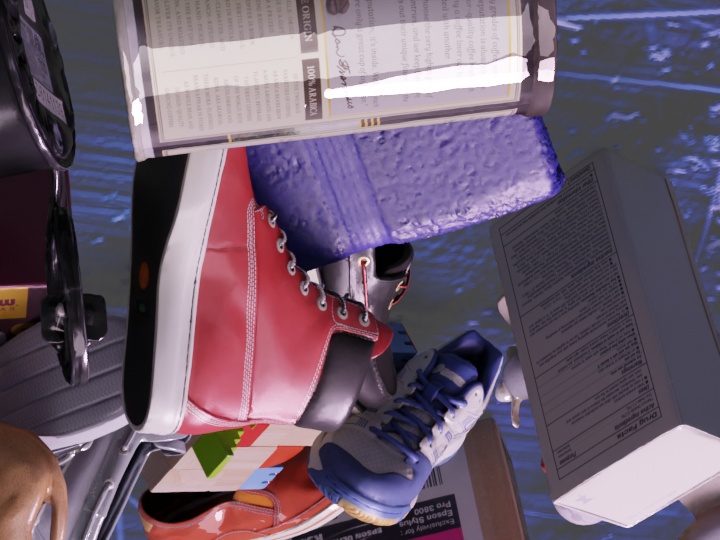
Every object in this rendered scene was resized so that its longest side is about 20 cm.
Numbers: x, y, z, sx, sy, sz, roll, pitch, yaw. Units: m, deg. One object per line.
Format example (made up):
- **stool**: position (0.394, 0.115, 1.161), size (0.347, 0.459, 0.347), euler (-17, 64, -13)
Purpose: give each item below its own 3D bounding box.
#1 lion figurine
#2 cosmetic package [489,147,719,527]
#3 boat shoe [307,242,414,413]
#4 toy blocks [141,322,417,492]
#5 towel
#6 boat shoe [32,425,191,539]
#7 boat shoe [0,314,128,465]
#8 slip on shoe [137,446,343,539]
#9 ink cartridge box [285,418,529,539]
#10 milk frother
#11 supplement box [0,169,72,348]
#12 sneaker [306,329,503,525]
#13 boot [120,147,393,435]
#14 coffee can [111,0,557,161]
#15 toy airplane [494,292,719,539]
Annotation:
- **lion figurine**: position (-0.223, 0.098, 1.196), size (0.200, 0.072, 0.123), euler (25, 108, -4)
- **cosmetic package**: position (0.153, 0.039, 1.322), size (0.073, 0.200, 0.103), euler (22, 135, -40)
- **boat shoe**: position (0.000, 0.002, 1.292), size (0.063, 0.074, 0.202), euler (-6, 125, 7)
- **toy blocks**: position (-0.056, 0.080, 1.434), size (0.136, 0.100, 0.200), euler (5, 137, -46)
- **towel**: position (-0.002, -0.081, 1.190), size (0.199, 0.050, 0.148), euler (-15, 116, 11)
- **boat shoe**: position (-0.136, 0.093, 1.343), size (0.071, 0.201, 0.070), euler (31, 173, 9)
- **boat shoe**: position (-0.181, 0.077, 1.253), size (0.200, 0.072, 0.071), euler (-19, 158, 25)
- **slip on shoe**: position (-0.069, 0.150, 1.550), size (0.200, 0.074, 0.061), euler (-23, 126, 15)
- **ink cartridge box**: position (0.023, 0.213, 1.582), size (0.199, 0.165, 0.075), euler (-15, 148, 5)
- **milk frother**: position (-0.233, -0.035, 1.095), size (0.188, 0.201, 0.181), euler (-14, 151, 5)
- **supplement box**: position (-0.230, 0.031, 1.297), size (0.110, 0.086, 0.200), euler (-2, 146, -13)
- **sneaker**: position (0.031, 0.090, 1.381), size (0.075, 0.200, 0.088), euler (36, 114, 5)
- **boot**: position (-0.047, -0.011, 1.172), size (0.144, 0.072, 0.201), euler (1, 102, -25)
- **coffee can**: position (-0.017, -0.135, 1.049), size (0.199, 0.147, 0.147), euler (-7, 147, -4)
- **toy airplane**: position (0.183, 0.112, 1.451), size (0.141, 0.200, 0.199), euler (-45, 140, -27)
